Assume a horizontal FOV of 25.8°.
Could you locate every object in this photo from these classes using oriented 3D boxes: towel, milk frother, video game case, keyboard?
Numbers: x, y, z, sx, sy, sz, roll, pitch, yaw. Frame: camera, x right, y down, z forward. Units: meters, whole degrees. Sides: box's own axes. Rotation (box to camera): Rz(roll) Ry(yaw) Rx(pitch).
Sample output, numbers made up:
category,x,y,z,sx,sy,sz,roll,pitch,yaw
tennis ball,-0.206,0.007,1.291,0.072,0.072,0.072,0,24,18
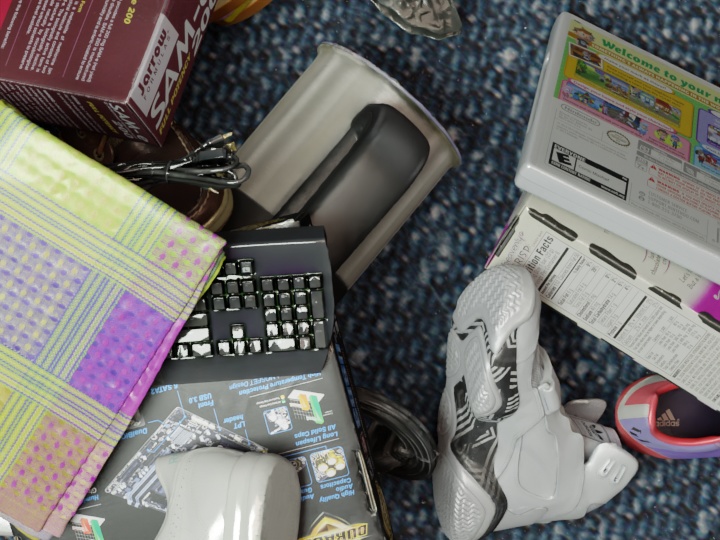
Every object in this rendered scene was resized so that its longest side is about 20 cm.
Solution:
category,x,y,z,sx,sy,sz,roll,pitch,yaw
towel,-0.172,0.031,0.791,0.143,0.023,0.201,31,106,-6
milk frother,0.000,0.000,0.965,0.188,0.180,0.200,-50,121,-6
video game case,0.199,-0.068,0.984,0.199,0.022,0.183,25,41,-5
keyboard,-0.114,-0.002,0.799,0.198,0.021,0.128,-4,101,3

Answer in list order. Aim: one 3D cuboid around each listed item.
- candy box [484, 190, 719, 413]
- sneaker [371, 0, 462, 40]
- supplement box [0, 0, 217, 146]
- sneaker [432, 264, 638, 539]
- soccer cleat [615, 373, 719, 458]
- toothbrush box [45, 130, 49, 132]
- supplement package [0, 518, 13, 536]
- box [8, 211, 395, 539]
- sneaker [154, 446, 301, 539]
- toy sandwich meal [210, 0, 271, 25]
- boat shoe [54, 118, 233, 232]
category,x,y,z,sx,sy,sz,roll,pitch,yaw
candy box,0.191,-0.004,0.977,0.199,0.061,0.137,33,41,2
sneaker,0.013,-0.252,1.026,0.103,0.060,0.201,-2,90,-5
supplement box,-0.192,-0.147,0.901,0.199,0.061,0.109,13,73,19
sneaker,0.112,0.081,0.967,0.114,0.075,0.201,-2,124,-14
soccer cleat,0.262,0.091,1.008,0.198,0.076,0.067,-1,85,-5
toothbrush box,-0.252,-0.050,0.911,0.145,0.200,0.086,20,84,-2
supplement package,-0.233,0.093,0.939,0.198,0.121,0.121,4,85,-4
box,-0.098,0.089,0.847,0.199,0.050,0.200,-15,98,6
sneaker,-0.087,0.190,0.797,0.088,0.075,0.201,4,76,21
toy sandwich meal,-0.102,-0.257,1.000,0.204,0.070,0.207,-7,76,29
boat shoe,-0.148,-0.085,0.938,0.072,0.072,0.200,-39,52,-1
